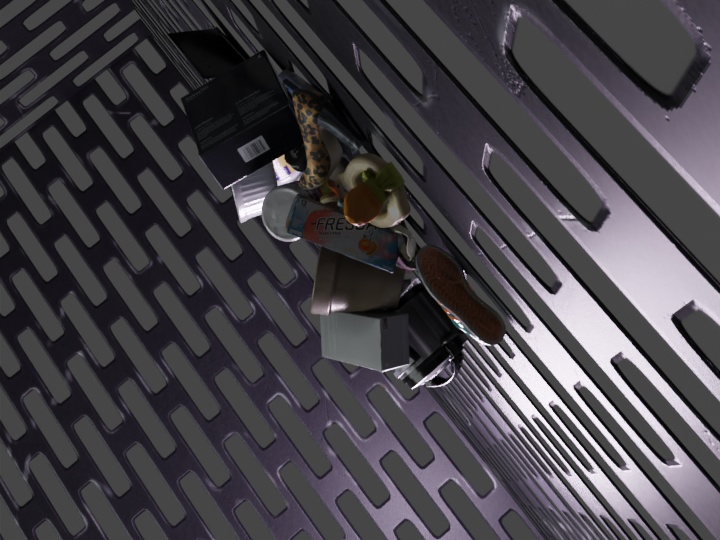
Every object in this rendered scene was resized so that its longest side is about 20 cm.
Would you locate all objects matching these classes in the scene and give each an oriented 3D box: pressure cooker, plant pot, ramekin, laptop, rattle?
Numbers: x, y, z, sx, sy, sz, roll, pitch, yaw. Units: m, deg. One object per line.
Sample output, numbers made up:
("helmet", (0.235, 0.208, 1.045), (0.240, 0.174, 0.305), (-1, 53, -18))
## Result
("pressure cooker", (0.132, 0.151, 1.711), (0.201, 0.178, 0.176), (51, -171, 7))
("plant pot", (0.000, 0.000, 1.590), (0.169, 0.206, 0.200), (11, 172, 0))
("ramekin", (-0.234, -0.212, 1.722), (0.200, 0.095, 0.206), (167, 90, -84))
("laptop", (-0.324, -0.469, 1.886), (0.188, 0.115, 0.201), (50, 174, 30))
("rattle", (-0.024, -0.106, 1.316), (0.197, 0.144, 0.131), (8, 144, 44))

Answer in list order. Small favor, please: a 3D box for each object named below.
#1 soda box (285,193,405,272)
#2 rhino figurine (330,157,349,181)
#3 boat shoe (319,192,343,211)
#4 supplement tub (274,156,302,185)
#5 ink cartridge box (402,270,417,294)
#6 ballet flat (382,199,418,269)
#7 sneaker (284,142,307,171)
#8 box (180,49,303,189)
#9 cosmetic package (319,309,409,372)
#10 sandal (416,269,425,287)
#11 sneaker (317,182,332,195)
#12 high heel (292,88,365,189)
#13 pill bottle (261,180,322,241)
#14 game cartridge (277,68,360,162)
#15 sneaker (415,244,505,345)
("soda box", (-0.027, -0.064, 1.368), (0.196, 0.065, 0.068), (20, -173, -13))
("rhino figurine", (-0.031, -0.186, 1.532), (0.201, 0.059, 0.088), (50, 178, 37))
("boat shoe", (0.003, -0.078, 1.490), (0.198, 0.068, 0.071), (24, 151, -38))
("supplement tub", (-0.212, -0.293, 1.900), (0.146, 0.145, 0.201), (47, 172, 39))
("ink cartridge box", (0.015, -0.027, 1.755), (0.201, 0.086, 0.147), (49, -161, 15))
("ballet flat", (0.060, -0.079, 1.445), (0.070, 0.069, 0.202), (18, 146, 47))
("sneaker", (-0.105, -0.245, 1.633), (0.080, 0.073, 0.201), (45, -161, -23))
("box", (-0.226, -0.294, 1.568), (0.184, 0.197, 0.105), (65, -176, 37))
("cosmetic package", (0.006, 0.132, 1.633), (0.197, 0.089, 0.110), (8, 102, 47))
("sandal", (0.146, 0.036, 1.524), (0.077, 0.043, 0.200), (53, 174, -10))
("sneaker", (-0.021, -0.125, 1.664), (0.201, 0.090, 0.078), (54, 172, -29))
("high heel", (-0.092, -0.223, 1.380), (0.142, 0.072, 0.199), (40, 142, -13))
("pill bottle", (-0.121, -0.129, 1.672), (0.113, 0.112, 0.200), (51, -161, 2))
("game cartridge", (-0.079, -0.284, 1.467), (0.130, 0.038, 0.200), (52, 176, -40))
("sneaker", (0.159, 0.048, 1.353), (0.201, 0.071, 0.080), (51, 170, 6))
